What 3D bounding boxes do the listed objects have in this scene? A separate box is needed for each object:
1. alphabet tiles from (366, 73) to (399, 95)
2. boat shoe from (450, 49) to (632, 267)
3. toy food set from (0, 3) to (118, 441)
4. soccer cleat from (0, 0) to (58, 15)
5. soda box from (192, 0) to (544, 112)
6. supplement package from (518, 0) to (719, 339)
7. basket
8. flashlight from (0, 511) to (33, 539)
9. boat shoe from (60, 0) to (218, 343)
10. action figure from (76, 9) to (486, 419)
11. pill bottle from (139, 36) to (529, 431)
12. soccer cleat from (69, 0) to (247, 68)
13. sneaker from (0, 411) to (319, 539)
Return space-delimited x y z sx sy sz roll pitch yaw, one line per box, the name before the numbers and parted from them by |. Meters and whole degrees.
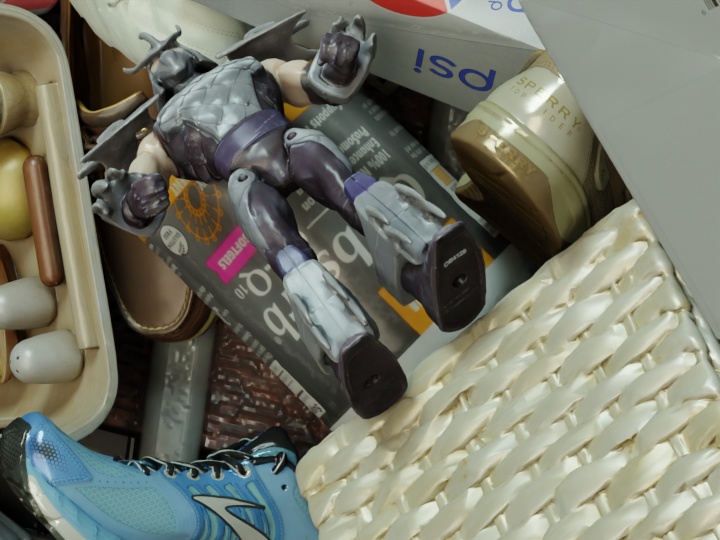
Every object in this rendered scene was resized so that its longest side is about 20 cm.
alphabet tiles | 0.023 -0.153 1.192 0.166 0.006 0.200 37 138 -10
boat shoe | 0.081 -0.039 1.112 0.071 0.200 0.065 40 86 9
toy food set | -0.184 -0.016 1.306 0.143 0.060 0.202 -7 92 53
soccer cleat | -0.169 -0.211 1.310 0.068 0.073 0.202 -27 56 56
soda box | 0.019 -0.121 1.166 0.199 0.068 0.064 22 62 5
supplement package | 0.169 -0.108 1.028 0.151 0.200 0.151 -25 110 24
basket | 0.105 0.115 1.073 0.200 0.160 0.199 -39 50 23
flashlight | -0.248 0.099 1.381 0.200 0.068 0.068 36 109 23
boat shoe | -0.106 -0.065 1.294 0.071 0.067 0.202 -6 93 22
action figure | -0.032 -0.039 1.100 0.130 0.069 0.200 -41 54 -4
pill bottle | 0.000 0.000 1.217 0.200 0.116 0.116 44 111 2
soccer cleat | -0.124 -0.162 1.219 0.069 0.078 0.200 -39 81 12
sneaker | -0.071 0.101 1.256 0.090 0.199 0.078 -62 30 2
